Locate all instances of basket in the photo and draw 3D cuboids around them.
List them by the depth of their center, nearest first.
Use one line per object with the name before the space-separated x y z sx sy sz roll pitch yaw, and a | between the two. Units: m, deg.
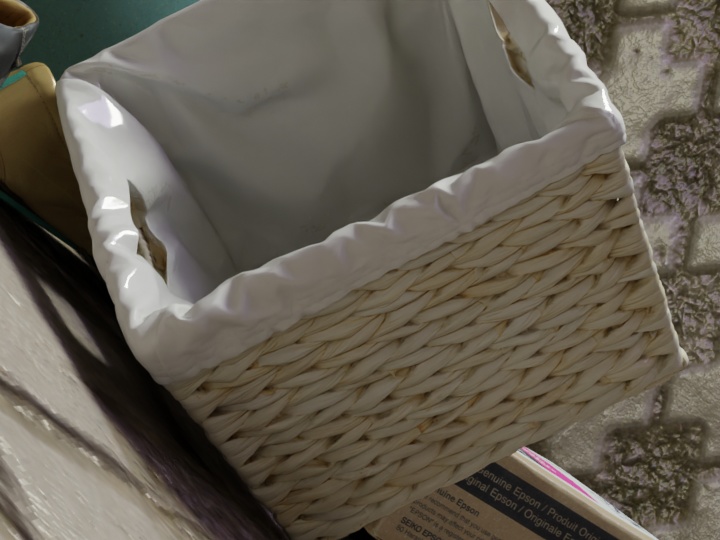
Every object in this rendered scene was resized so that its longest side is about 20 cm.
basket | 0.002 -0.021 0.722 0.161 0.200 0.198 64 0 -41

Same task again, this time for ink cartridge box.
ink cartridge box | 0.061 0.123 0.939 0.165 0.075 0.200 32 -1 -19

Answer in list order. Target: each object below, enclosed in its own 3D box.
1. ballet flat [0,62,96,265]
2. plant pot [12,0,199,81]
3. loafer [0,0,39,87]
ballet flat | -0.114 -0.026 0.819 0.069 0.063 0.200 45 -2 38
plant pot | -0.153 -0.136 0.943 0.200 0.200 0.135 -135 -142 -85
loafer | -0.182 -0.107 0.586 0.073 0.072 0.200 48 1 23
